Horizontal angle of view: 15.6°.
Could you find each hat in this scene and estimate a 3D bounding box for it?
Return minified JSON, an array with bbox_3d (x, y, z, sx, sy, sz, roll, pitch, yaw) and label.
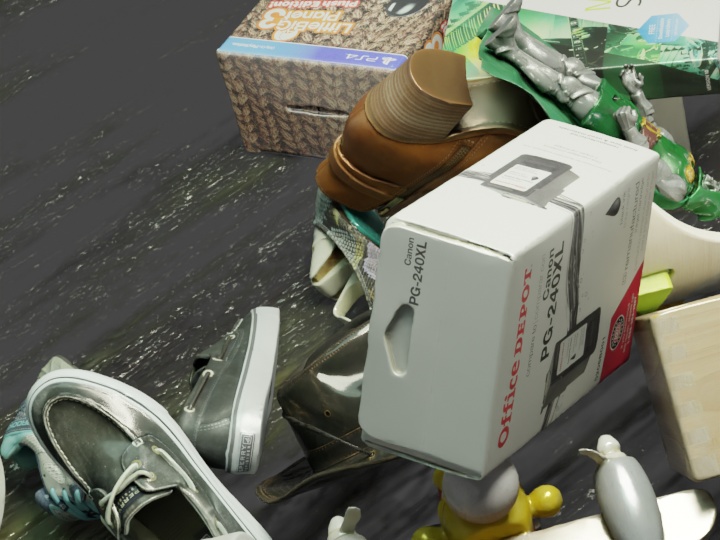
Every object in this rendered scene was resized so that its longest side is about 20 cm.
[{"bbox_3d":[0.009,0.070,1.664,0.201,0.081,0.201,-26,4,2],"label":"hat"}]

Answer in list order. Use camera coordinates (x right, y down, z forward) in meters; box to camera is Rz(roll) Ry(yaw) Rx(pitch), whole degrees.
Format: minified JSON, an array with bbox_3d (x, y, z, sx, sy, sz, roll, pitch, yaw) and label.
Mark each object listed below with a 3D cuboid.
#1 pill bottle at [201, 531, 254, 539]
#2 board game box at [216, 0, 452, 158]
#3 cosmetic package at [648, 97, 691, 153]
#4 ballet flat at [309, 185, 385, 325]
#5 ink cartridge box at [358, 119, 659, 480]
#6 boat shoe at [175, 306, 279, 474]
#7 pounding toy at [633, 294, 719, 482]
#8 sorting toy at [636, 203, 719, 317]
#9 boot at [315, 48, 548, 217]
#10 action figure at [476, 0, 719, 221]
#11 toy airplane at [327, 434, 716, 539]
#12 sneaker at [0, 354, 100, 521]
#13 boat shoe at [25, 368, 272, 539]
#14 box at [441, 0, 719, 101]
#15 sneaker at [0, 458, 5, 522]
[{"bbox_3d":[-0.151,0.223,1.554,0.200,0.110,0.110,-16,37,13],"label":"pill bottle"},{"bbox_3d":[0.012,-0.180,2.034,0.159,0.097,0.200,8,43,28],"label":"board game box"},{"bbox_3d":[0.165,-0.159,1.949,0.071,0.101,0.200,-22,38,-9],"label":"cosmetic package"},{"bbox_3d":[0.000,0.000,1.842,0.072,0.072,0.200,-24,37,-11],"label":"ballet flat"},{"bbox_3d":[0.088,0.014,1.526,0.083,0.145,0.200,19,28,24],"label":"ink cartridge box"},{"bbox_3d":[-0.086,0.073,1.735,0.057,0.069,0.200,7,20,0],"label":"boat shoe"},{"bbox_3d":[0.281,0.070,1.569,0.200,0.142,0.184,-15,-2,1],"label":"pounding toy"},{"bbox_3d":[0.195,-0.006,1.726,0.180,0.107,0.200,-6,-1,-5],"label":"sorting toy"},{"bbox_3d":[0.079,-0.074,1.811,0.200,0.155,0.077,11,57,-24],"label":"boot"},{"bbox_3d":[0.165,-0.100,1.735,0.055,0.200,0.118,-45,13,27],"label":"action figure"},{"bbox_3d":[0.079,0.169,1.533,0.199,0.141,0.200,17,48,35],"label":"toy airplane"},{"bbox_3d":[-0.162,0.139,1.732,0.086,0.078,0.200,-50,47,-7],"label":"sneaker"},{"bbox_3d":[-0.128,0.136,1.618,0.072,0.200,0.071,-50,-1,14],"label":"boat shoe"},{"bbox_3d":[0.159,-0.170,1.853,0.200,0.036,0.144,-5,38,14],"label":"box"},{"bbox_3d":[-0.289,0.136,1.783,0.074,0.082,0.200,10,50,-24],"label":"sneaker"}]
